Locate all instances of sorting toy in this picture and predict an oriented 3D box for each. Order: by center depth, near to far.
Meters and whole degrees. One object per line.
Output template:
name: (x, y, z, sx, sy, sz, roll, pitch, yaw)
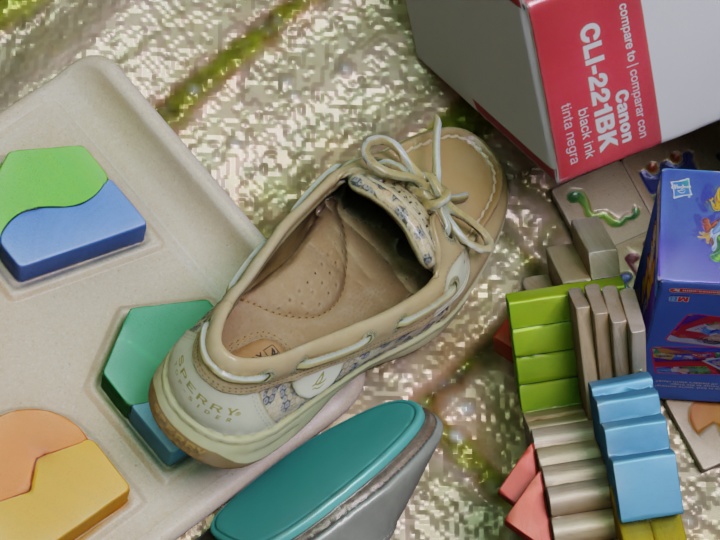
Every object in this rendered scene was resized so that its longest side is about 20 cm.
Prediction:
sorting toy: (-0.126, 0.031, 1.056, 0.200, 0.036, 0.185, -37, 76, -17)

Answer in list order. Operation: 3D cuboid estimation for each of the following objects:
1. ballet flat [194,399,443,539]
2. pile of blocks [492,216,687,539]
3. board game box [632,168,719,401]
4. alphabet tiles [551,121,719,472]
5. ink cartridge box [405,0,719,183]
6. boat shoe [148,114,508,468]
ballet flat: (-0.045, 0.124, 1.020, 0.200, 0.067, 0.064, -33, 112, -16)
pile of blocks: (0.078, 0.059, 1.009, 0.062, 0.082, 0.200, -9, 43, -2)
board game box: (0.206, 0.013, 1.026, 0.199, 0.135, 0.045, 3, 69, 1)
alphabet tiles: (0.181, -0.007, 1.116, 0.166, 0.006, 0.200, -23, 72, -14)
ink cartridge box: (0.130, -0.129, 1.082, 0.199, 0.084, 0.144, -22, 32, -13)
boat shoe: (0.000, 0.000, 1.044, 0.073, 0.063, 0.200, 39, 51, 6)
